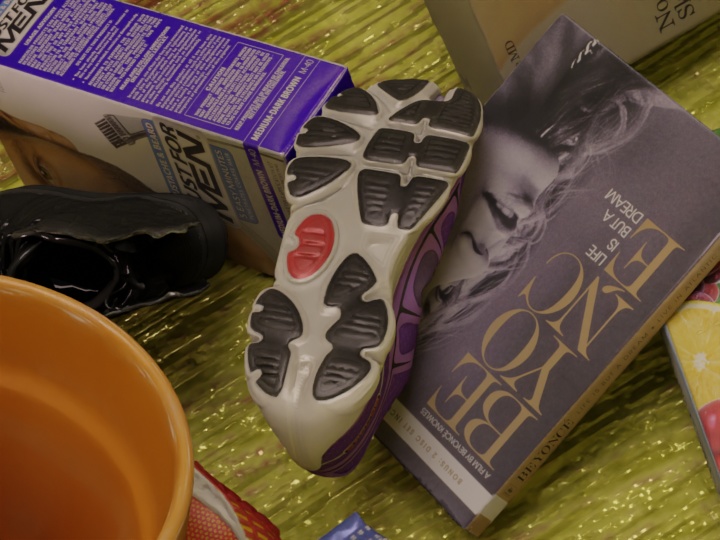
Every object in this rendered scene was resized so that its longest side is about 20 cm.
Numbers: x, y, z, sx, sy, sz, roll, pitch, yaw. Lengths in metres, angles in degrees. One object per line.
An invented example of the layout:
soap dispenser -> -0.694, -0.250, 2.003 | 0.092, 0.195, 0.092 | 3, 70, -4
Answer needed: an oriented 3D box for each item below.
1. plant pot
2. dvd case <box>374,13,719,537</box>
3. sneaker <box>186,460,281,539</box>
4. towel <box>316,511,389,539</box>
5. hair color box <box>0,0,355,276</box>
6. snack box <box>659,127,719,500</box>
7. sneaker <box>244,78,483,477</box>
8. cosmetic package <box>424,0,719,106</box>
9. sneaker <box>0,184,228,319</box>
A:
plant pot -> -0.173, 0.134, 1.002 | 0.199, 0.184, 0.201 | 5, 43, -5
dvd case -> 0.071, -0.002, 1.098 | 0.200, 0.016, 0.149 | -49, 51, 4
sneaker -> -0.120, 0.092, 1.114 | 0.077, 0.073, 0.200 | -49, 49, -2
towel -> 0.008, 0.192, 0.928 | 0.144, 0.024, 0.200 | -36, 51, -18
hair color box -> -0.089, -0.067, 1.198 | 0.199, 0.110, 0.065 | 20, 60, 30
snack box -> 0.203, 0.022, 1.065 | 0.141, 0.053, 0.201 | -18, 56, 3
sneaker -> 0.000, 0.000, 1.091 | 0.080, 0.084, 0.201 | 12, 58, 18
cosmetic package -> 0.128, -0.165, 1.195 | 0.199, 0.106, 0.071 | -32, 25, -10
sneaker -> -0.142, -0.005, 1.152 | 0.199, 0.060, 0.104 | -3, 11, 30
